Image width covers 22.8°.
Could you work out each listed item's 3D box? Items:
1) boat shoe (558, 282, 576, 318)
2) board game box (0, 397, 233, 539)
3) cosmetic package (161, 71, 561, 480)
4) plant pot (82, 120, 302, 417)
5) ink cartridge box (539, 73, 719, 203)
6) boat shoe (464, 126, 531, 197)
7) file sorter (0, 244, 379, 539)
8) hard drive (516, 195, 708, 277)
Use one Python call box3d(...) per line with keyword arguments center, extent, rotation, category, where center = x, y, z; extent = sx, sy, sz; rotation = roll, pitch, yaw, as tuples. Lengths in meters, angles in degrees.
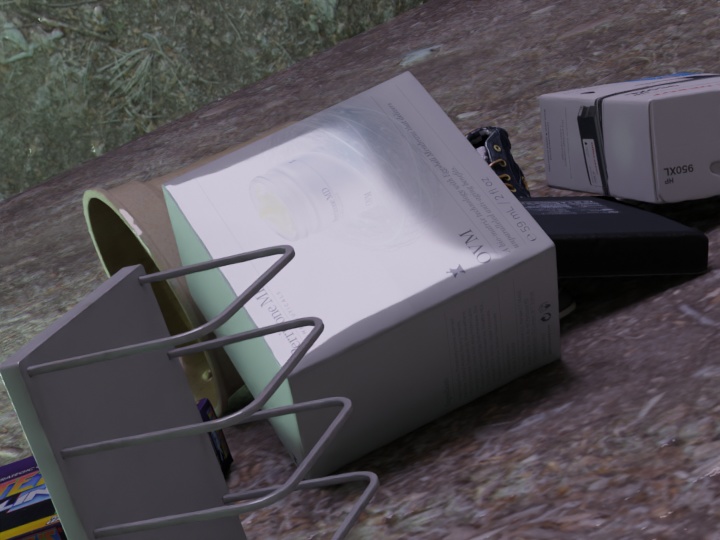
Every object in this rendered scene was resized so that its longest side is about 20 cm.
box3d(center=(0.077, 0.017, 1.345), extent=(0.067, 0.057, 0.199), rotation=(-31, 16, -35), category="boat shoe")
box3d(center=(-0.197, 0.166, 1.204), extent=(0.198, 0.057, 0.165), rotation=(-19, 15, 11), category="board game box")
box3d(center=(0.000, 0.000, 1.203), extent=(0.199, 0.124, 0.200), rotation=(-27, 50, -13), category="cosmetic package")
box3d(center=(-0.089, -0.019, 1.401), extent=(0.183, 0.202, 0.200), rotation=(-31, 16, -17), category="plant pot")
box3d(center=(0.252, -0.110, 1.444), extent=(0.143, 0.085, 0.200), rotation=(-10, 10, -18), category="ink cartridge box")
box3d(center=(0.110, -0.063, 1.532), extent=(0.070, 0.092, 0.200), rotation=(-20, 14, 7), category="boat shoe")
box3d(center=(-0.073, 0.102, 0.946), extent=(0.123, 0.202, 0.139), rotation=(-13, 16, 25), category="file sorter")
box3d(center=(0.160, -0.028, 1.344), extent=(0.138, 0.033, 0.200), rotation=(-1, 10, -11), category="hard drive")
